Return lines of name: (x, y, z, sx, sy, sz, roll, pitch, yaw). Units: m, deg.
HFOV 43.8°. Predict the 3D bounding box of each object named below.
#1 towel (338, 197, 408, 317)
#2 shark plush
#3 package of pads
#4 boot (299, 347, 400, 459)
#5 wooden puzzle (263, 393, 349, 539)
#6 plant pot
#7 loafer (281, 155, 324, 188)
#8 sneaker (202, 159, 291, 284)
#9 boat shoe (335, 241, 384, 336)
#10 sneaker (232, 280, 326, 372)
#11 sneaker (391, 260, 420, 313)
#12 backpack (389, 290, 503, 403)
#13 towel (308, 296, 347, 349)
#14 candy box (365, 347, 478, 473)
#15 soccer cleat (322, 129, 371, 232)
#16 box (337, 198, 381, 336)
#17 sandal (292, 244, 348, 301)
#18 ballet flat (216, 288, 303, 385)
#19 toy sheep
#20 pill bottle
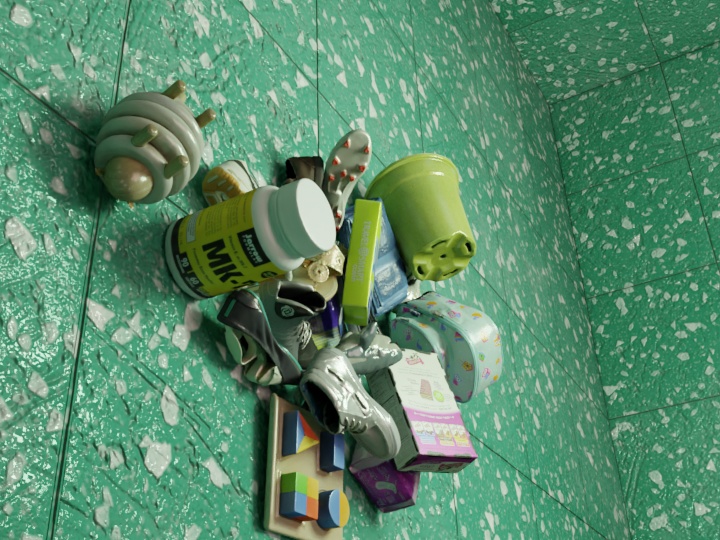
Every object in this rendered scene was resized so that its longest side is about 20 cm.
towel: (0.027, -0.026, 1.624, 0.112, 0.048, 0.201, -30, 109, -39)
shark plush: (-0.015, 0.154, 1.366, 0.083, 0.091, 0.200, 55, 43, -5)
package of pads: (0.052, 0.287, 1.490, 0.121, 0.075, 0.200, 57, 27, -22)
boot: (-0.020, 0.213, 1.288, 0.200, 0.073, 0.096, 55, 32, -11)
wooden puzzle: (-0.065, 0.286, 1.261, 0.200, 0.046, 0.186, 41, 41, -50)
plant pot: (0.126, -0.086, 1.700, 0.200, 0.200, 0.185, 40, 22, -50)
loafer: (-0.101, -0.110, 1.456, 0.073, 0.071, 0.200, 112, -17, -44)
sneaker: (-0.146, -0.070, 1.290, 0.200, 0.075, 0.088, 64, 25, -19)
boat shoe: (-0.008, 0.040, 1.528, 0.069, 0.056, 0.201, 58, 16, -75)
sneaker: (-0.086, 0.079, 1.283, 0.200, 0.115, 0.075, 46, 34, -44)
sneaker: (0.086, -0.008, 1.769, 0.088, 0.075, 0.200, 58, 27, -28)
backpack: (0.153, 0.146, 1.622, 0.153, 0.200, 0.176, -26, 121, -44)
towel: (-0.071, 0.052, 1.452, 0.144, 0.023, 0.201, -6, 79, -67)
candy box: (0.094, 0.225, 1.453, 0.136, 0.061, 0.200, 13, 45, -39)
soccer cleat: (-0.036, -0.156, 1.519, 0.069, 0.201, 0.078, 14, 29, -14)
box: (0.000, 0.000, 1.441, 0.122, 0.047, 0.201, 87, 10, -73)
sandal: (-0.059, -0.021, 1.384, 0.212, 0.077, 0.070, -59, 162, -67)
ballet flat: (-0.140, 0.110, 1.215, 0.073, 0.073, 0.200, -84, 158, -43)
toy sheep: (-0.248, -0.155, 1.076, 0.138, 0.137, 0.200, 57, 36, -30)
pill bottle: (-0.140, -0.042, 1.147, 0.114, 0.199, 0.115, 45, 35, -45)
